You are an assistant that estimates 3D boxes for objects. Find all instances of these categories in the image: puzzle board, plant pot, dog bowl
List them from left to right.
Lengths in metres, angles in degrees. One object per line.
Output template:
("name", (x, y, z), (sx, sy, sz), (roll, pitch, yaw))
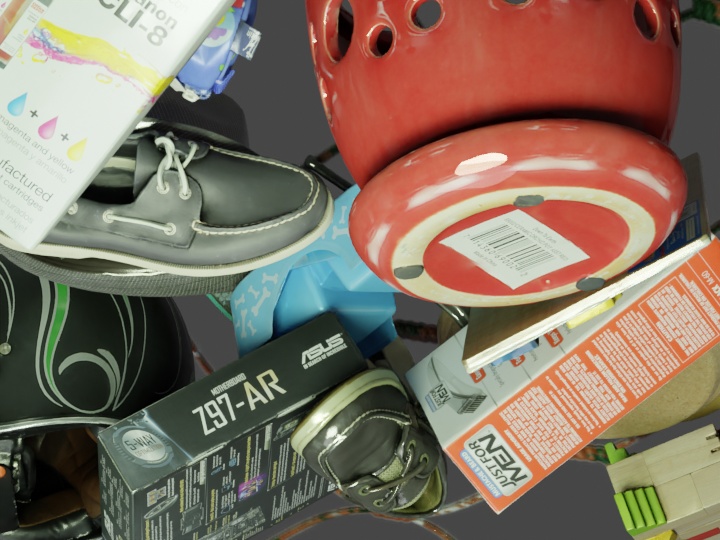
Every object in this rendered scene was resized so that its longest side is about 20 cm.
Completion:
("dog bowl", (0.000, 0.000, 1.662), (0.111, 0.050, 0.200), (1, 148, -47))
("plant pot", (0.078, -0.092, 1.471), (0.200, 0.183, 0.201), (-7, 154, -4))
("puzzle board", (0.131, -0.004, 1.588), (0.150, 0.200, 0.017), (-28, 101, 12))

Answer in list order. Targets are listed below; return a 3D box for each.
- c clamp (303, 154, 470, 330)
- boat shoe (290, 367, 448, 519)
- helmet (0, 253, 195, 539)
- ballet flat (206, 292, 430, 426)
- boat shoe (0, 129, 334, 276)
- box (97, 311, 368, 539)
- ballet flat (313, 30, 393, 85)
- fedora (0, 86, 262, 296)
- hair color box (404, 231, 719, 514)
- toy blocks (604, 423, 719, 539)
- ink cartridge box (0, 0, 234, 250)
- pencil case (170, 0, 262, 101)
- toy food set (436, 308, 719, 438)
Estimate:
("c clamp", (0.028, 0.025, 1.780), (0.171, 0.027, 0.200), (35, 150, 14))
("boat shoe", (0.016, 0.109, 1.654), (0.072, 0.066, 0.201), (-41, 164, 2))
("helmet", (-0.206, 0.064, 1.785), (0.199, 0.191, 0.200), (-8, 141, -7))
("ballet flat", (-0.021, 0.035, 1.774), (0.200, 0.074, 0.074), (43, 138, -5))
("boat shoe", (-0.115, -0.044, 1.560), (0.199, 0.073, 0.063), (1, 145, 6))
("box", (-0.078, 0.115, 1.689), (0.160, 0.044, 0.200), (-28, 160, -15))
("ballet flat", (0.067, -0.091, 1.625), (0.199, 0.068, 0.072), (9, 165, -6))
("fedora", (-0.133, -0.064, 1.670), (0.199, 0.091, 0.177), (-1, 146, 2))
("hair color box", (0.131, 0.042, 1.659), (0.200, 0.111, 0.064), (-37, 114, 4))
("toy blocks", (0.246, 0.141, 1.864), (0.136, 0.100, 0.200), (-22, 163, 7))
("ink cartridge box", (-0.150, -0.145, 1.426), (0.145, 0.145, 0.200), (38, 112, -5))
("pencil case", (-0.154, -0.152, 1.557), (0.199, 0.087, 0.078), (14, 164, -5))
("toy food set", (0.149, 0.042, 1.795), (0.199, 0.049, 0.198), (6, 145, 6))
